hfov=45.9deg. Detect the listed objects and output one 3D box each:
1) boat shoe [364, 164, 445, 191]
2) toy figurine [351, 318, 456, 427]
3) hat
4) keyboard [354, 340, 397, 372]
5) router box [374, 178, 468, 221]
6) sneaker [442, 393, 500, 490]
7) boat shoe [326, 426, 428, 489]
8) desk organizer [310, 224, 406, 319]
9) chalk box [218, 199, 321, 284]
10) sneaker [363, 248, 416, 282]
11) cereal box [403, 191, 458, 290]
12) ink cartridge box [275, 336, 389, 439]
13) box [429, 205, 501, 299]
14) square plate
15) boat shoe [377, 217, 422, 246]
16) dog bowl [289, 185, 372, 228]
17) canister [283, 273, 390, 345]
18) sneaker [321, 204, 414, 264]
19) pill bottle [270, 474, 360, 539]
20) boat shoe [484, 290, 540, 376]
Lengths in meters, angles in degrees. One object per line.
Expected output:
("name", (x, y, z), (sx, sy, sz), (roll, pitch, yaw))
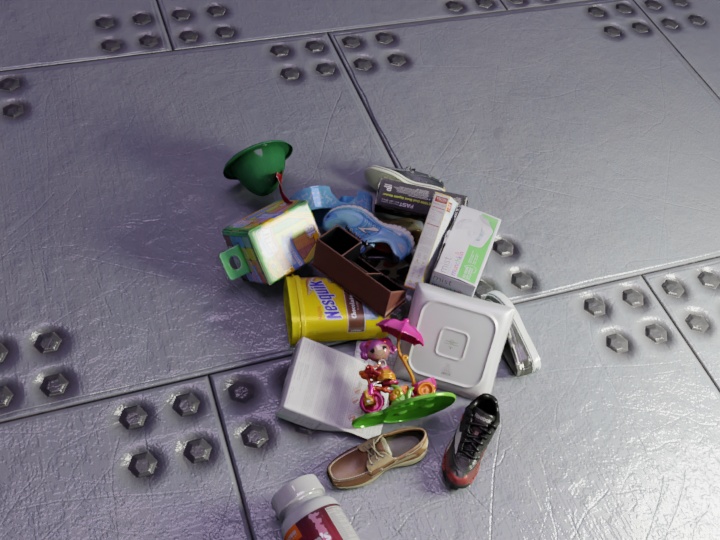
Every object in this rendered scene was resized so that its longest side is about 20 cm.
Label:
("boat shoe", (0.106, -0.207, 1.992), (0.200, 0.075, 0.062), (16, 46, -2))
("toy figurine", (0.059, 0.183, 1.606), (0.200, 0.150, 0.184), (-15, 67, -2))
("hat", (-0.201, -0.176, 1.887), (0.166, 0.200, 0.176), (-30, 77, 20))
("keyboard", (0.087, 0.183, 1.715), (0.200, 0.011, 0.056), (10, 51, 0))
("router box", (0.131, -0.149, 1.893), (0.200, 0.150, 0.062), (11, 89, 0))
("sneaker", (0.208, 0.309, 1.576), (0.071, 0.098, 0.201), (24, 54, 9))
("boat shoe", (0.033, 0.331, 1.548), (0.200, 0.074, 0.076), (-18, 56, -21))
("desk organizer", (0.000, 0.000, 1.703), (0.200, 0.077, 0.072), (36, 50, 21))
("chalk box", (-0.196, -0.051, 1.762), (0.200, 0.125, 0.124), (-33, 22, -29))
("sneaker", (0.069, -0.025, 1.841), (0.200, 0.081, 0.083), (-1, 29, -19))
("cereal box", (0.146, -0.056, 1.745), (0.039, 0.144, 0.200), (19, 92, 12))
("ink cartridge box", (-0.048, 0.237, 1.641), (0.200, 0.050, 0.161), (24, 52, -13))
("box", (0.205, -0.002, 1.773), (0.097, 0.177, 0.200), (21, 51, 7))
("square plate", (0.181, 0.143, 1.665), (0.200, 0.198, 0.028), (16, 7, 5))
("boat shoe", (0.038, -0.079, 1.886), (0.200, 0.071, 0.065), (-5, 46, -22))
("dog bowl", (-0.060, -0.133, 1.867), (0.200, 0.111, 0.050), (4, 63, -34))
("canister", (-0.050, 0.077, 1.733), (0.200, 0.087, 0.149), (-2, 50, -12))
("sneaker", (0.009, -0.071, 1.761), (0.200, 0.078, 0.090), (20, 44, 13))
("pill bottle", (-0.064, 0.449, 1.418), (0.109, 0.110, 0.200), (-23, 58, -24))
("boat shoe", (0.298, 0.127, 1.751), (0.064, 0.071, 0.200), (-14, 56, -20))
